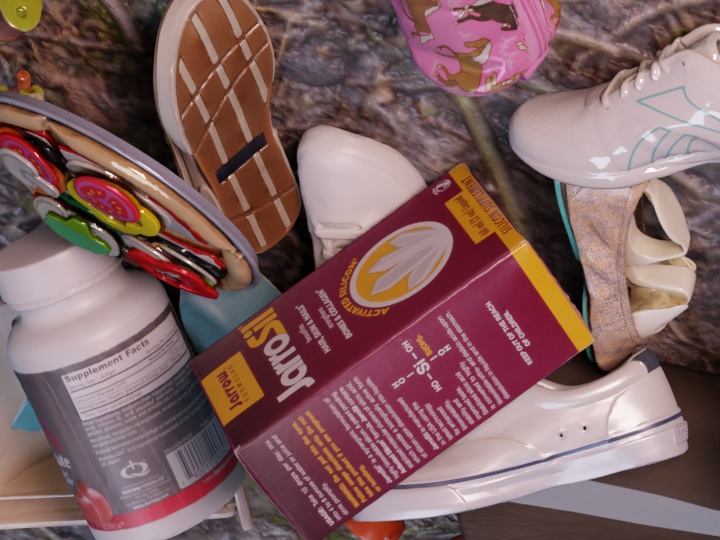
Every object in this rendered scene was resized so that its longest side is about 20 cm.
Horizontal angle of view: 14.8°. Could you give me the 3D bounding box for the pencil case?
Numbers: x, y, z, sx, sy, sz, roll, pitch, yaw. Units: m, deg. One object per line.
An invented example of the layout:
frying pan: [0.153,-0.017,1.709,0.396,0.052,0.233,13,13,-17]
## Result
pencil case: [0.038,-0.174,1.351,0.083,0.087,0.200,-18,139,5]

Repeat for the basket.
basket: [0.173,0.118,1.672,0.200,0.136,0.180,6,146,20]

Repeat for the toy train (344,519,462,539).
toy train: [0.067,0.188,1.897,0.200,0.056,0.150,26,-170,-33]

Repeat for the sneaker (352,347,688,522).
sneaker: [0.086,0.095,1.589,0.200,0.071,0.073,-15,177,7]

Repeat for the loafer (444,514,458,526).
loafer: [0.075,0.142,1.810,0.200,0.072,0.063,22,-171,5]

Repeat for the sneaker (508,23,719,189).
sneaker: [0.166,-0.089,1.424,0.200,0.070,0.080,0,127,29]

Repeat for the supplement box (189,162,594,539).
supplement box: [0.015,0.046,1.568,0.086,0.200,0.110,53,-179,-32]

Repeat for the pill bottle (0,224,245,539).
pill bottle: [-0.160,0.068,1.785,0.111,0.111,0.200,-8,113,41]

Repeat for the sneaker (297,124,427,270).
sneaker: [0.000,0.000,1.638,0.075,0.089,0.200,11,147,22]

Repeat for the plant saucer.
plant saucer: [-0.055,0.068,1.740,0.200,0.036,0.200,46,164,17]

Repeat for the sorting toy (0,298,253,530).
sorting toy: [-0.179,0.086,1.890,0.199,0.107,0.180,-3,129,6]

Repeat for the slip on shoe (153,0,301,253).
slip on shoe: [-0.084,-0.093,1.578,0.061,0.076,0.200,40,161,35]

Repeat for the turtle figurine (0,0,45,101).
turtle figurine: [-0.262,-0.139,1.619,0.200,0.065,0.161,33,148,-15]

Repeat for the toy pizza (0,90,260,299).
toy pizza: [-0.149,-0.038,1.620,0.200,0.032,0.200,29,166,8]

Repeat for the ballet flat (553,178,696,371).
ballet flat: [0.152,-0.005,1.555,0.067,0.068,0.200,3,147,15]
